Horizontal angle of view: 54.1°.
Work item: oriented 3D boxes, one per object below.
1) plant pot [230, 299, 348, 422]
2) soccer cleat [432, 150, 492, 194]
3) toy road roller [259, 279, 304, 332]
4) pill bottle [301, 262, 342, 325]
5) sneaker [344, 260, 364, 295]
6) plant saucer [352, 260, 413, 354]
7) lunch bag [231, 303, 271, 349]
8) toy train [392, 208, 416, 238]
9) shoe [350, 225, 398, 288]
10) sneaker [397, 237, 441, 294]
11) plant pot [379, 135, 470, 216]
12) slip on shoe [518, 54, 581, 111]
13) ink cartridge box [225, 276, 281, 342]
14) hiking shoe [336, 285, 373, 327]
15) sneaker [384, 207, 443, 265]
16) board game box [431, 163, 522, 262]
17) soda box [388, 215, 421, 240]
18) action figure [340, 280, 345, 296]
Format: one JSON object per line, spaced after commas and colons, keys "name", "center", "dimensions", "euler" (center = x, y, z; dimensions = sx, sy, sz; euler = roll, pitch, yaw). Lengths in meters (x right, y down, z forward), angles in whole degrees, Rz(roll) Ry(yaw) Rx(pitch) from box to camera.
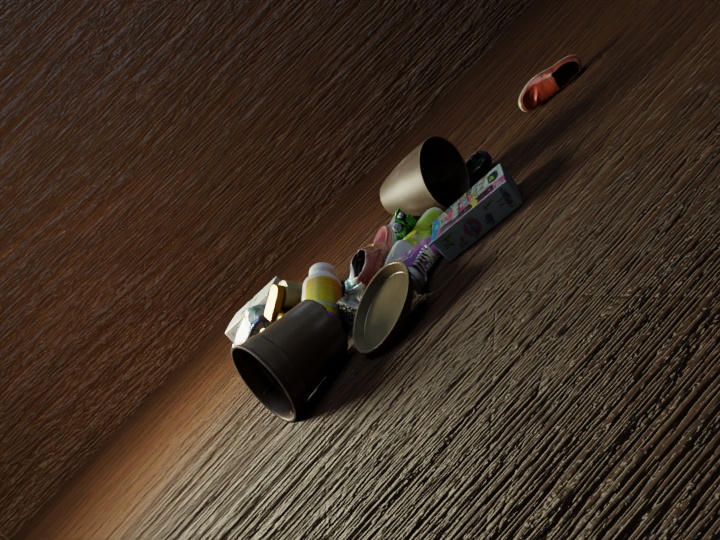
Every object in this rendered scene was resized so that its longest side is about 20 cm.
{"name": "plant pot", "center": [-0.142, 0.181, 1.517], "dimensions": [0.198, 0.202, 0.199], "euler": [-41, 9, -30]}
{"name": "soccer cleat", "center": [0.271, -0.234, 1.859], "dimensions": [0.200, 0.065, 0.083], "euler": [-44, -19, 25]}
{"name": "toy road roller", "center": [-0.168, 0.138, 1.792], "dimensions": [0.145, 0.121, 0.205], "euler": [22, 100, 57]}
{"name": "pill bottle", "center": [-0.095, 0.077, 1.738], "dimensions": [0.104, 0.103, 0.203], "euler": [-36, 36, 31]}
{"name": "sneaker", "center": [0.000, 0.000, 1.881], "dimensions": [0.199, 0.082, 0.074], "euler": [-32, 15, 48]}
{"name": "plant saucer", "center": [0.048, 0.077, 1.430], "dimensions": [0.200, 0.029, 0.203], "euler": [-48, 28, 36]}
{"name": "lunch bag", "center": [-0.265, 0.175, 1.974], "dimensions": [0.158, 0.076, 0.202], "euler": [-3, -45, -40]}
{"name": "toy train", "center": [0.111, -0.106, 1.725], "dimensions": [0.057, 0.041, 0.200], "euler": [-63, -15, 2]}
{"name": "shoe", "center": [0.035, -0.043, 1.724], "dimensions": [0.071, 0.090, 0.204], "euler": [-24, 44, 42]}
{"name": "sneaker", "center": [0.133, -0.022, 1.532], "dimensions": [0.114, 0.073, 0.201], "euler": [-38, 13, 8]}
{"name": "plant pot", "center": [0.147, -0.215, 1.803], "dimensions": [0.198, 0.188, 0.188], "euler": [-21, 24, 46]}
{"name": "slip on shoe", "center": [0.512, -0.505, 1.904], "dimensions": [0.198, 0.074, 0.061], "euler": [-36, 16, 15]}
{"name": "ink cartridge box", "center": [-0.292, 0.156, 2.195], "dimensions": [0.199, 0.147, 0.147], "euler": [-41, 12, 18]}
{"name": "hiking shoe", "center": [0.019, 0.075, 1.618], "dimensions": [0.100, 0.077, 0.199], "euler": [-39, 18, -24]}
{"name": "sneaker", "center": [0.135, -0.058, 1.694], "dimensions": [0.200, 0.076, 0.105], "euler": [-46, -8, -3]}
{"name": "board game box", "center": [0.246, -0.125, 1.512], "dimensions": [0.199, 0.064, 0.148], "euler": [-42, 11, 19]}
{"name": "soda box", "center": [0.111, -0.102, 1.885], "dimensions": [0.063, 0.068, 0.201], "euler": [-33, 17, 34]}
{"name": "action figure", "center": [-0.119, 0.077, 1.967], "dimensions": [0.128, 0.071, 0.198], "euler": [-1, -9, -34]}
